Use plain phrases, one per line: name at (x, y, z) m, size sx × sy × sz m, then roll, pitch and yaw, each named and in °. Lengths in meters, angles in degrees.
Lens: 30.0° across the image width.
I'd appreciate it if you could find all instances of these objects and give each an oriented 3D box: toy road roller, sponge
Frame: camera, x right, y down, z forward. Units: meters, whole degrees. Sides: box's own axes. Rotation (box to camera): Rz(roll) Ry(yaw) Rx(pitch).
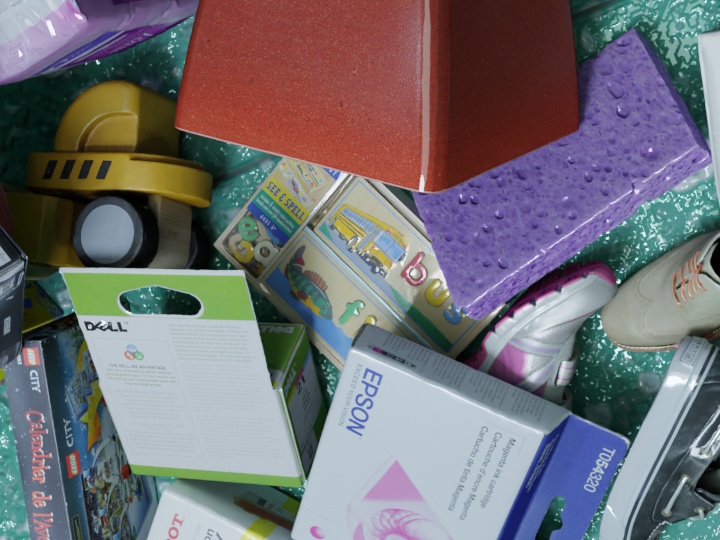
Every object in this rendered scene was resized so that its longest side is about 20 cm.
toy road roller at (-0.209, -0.066, 1.023) m, size 0.199 × 0.123 × 0.147 m, roll 2°, pitch 85°, yaw 19°
sponge at (0.133, -0.065, 0.923) m, size 0.200 × 0.030 × 0.112 m, roll -36°, pitch 54°, yaw 22°

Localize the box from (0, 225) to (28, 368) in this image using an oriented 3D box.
box at (-0.307, -0.034, 0.914) m, size 0.200 × 0.050 × 0.158 m, roll 49°, pitch 152°, yaw 12°

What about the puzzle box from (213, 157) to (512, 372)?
puzzle box at (0.000, 0.000, 1.011) m, size 0.200 × 0.025 × 0.133 m, roll 43°, pitch 110°, yaw 7°

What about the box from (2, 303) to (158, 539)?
box at (-0.215, 0.137, 1.051) m, size 0.037 × 0.137 × 0.201 m, roll -4°, pitch 99°, yaw 20°

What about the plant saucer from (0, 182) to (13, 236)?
plant saucer at (-0.312, -0.115, 0.924) m, size 0.199 × 0.037 × 0.201 m, roll 36°, pitch 146°, yaw 31°

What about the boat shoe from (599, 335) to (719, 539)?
boat shoe at (0.217, 0.139, 0.913) m, size 0.071 × 0.072 × 0.201 m, roll 27°, pitch 130°, yaw 20°

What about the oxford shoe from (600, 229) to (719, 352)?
oxford shoe at (0.231, 0.001, 0.885) m, size 0.200 × 0.074 × 0.071 m, roll -30°, pitch 63°, yaw 39°

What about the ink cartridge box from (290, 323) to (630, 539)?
ink cartridge box at (0.063, 0.157, 0.952) m, size 0.199 × 0.043 × 0.197 m, roll 24°, pitch 126°, yaw 10°

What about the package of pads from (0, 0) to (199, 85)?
package of pads at (-0.201, -0.190, 0.950) m, size 0.120 × 0.200 × 0.076 m, roll -20°, pitch 98°, yaw 24°

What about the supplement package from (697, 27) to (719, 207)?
supplement package at (0.320, -0.108, 0.833) m, size 0.199 × 0.117 × 0.118 m, roll -7°, pitch 98°, yaw 19°

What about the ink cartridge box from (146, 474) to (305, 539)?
ink cartridge box at (-0.076, 0.260, 1.055) m, size 0.199 × 0.083 × 0.146 m, roll 25°, pitch 108°, yaw 12°

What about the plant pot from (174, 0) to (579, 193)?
plant pot at (0.020, -0.174, 0.844) m, size 0.199 × 0.200 × 0.177 m, roll 17°, pitch 115°, yaw 30°

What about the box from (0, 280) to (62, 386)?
box at (-0.379, 0.025, 1.051) m, size 0.193 × 0.200 × 0.122 m, roll 47°, pitch 111°, yaw 4°

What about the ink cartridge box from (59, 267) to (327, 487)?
ink cartridge box at (-0.117, 0.060, 0.993) m, size 0.147 × 0.076 × 0.201 m, roll 1°, pitch 127°, yaw 18°

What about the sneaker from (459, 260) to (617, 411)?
sneaker at (0.122, 0.075, 0.960) m, size 0.088 × 0.081 × 0.200 m, roll 43°, pitch 119°, yaw 5°
